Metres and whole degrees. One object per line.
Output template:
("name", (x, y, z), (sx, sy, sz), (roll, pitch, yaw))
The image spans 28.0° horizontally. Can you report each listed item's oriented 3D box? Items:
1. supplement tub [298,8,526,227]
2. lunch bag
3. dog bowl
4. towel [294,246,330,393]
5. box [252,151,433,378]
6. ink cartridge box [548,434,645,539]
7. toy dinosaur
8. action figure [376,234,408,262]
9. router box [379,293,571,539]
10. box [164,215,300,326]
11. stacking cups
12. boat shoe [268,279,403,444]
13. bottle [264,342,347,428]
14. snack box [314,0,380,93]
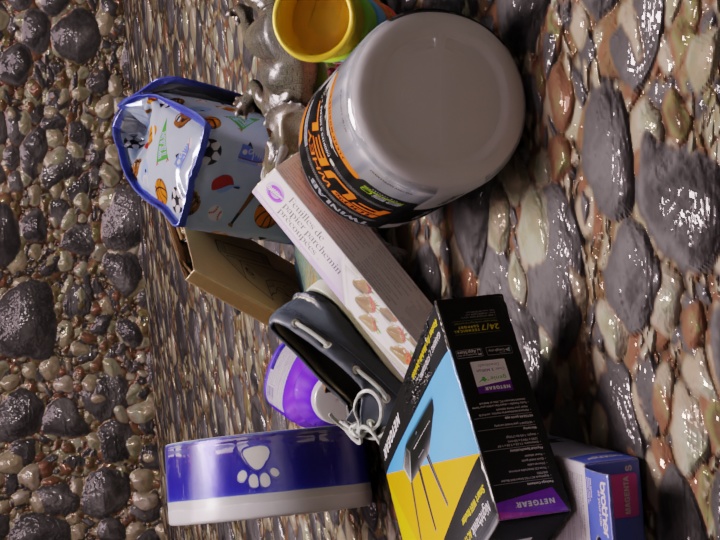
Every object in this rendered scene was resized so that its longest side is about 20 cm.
("supplement tub", (0.027, -0.097, 0.997), (0.200, 0.122, 0.123), (152, 111, -75))
("lunch bag", (-0.132, -0.111, 1.402), (0.200, 0.170, 0.124), (33, 108, 55))
("dog bowl", (-0.090, 0.199, 1.409), (0.200, 0.199, 0.079), (147, 118, -74))
("towel", (-0.032, 0.006, 1.267), (0.200, 0.022, 0.147), (100, 159, -62))
("box", (0.000, 0.000, 1.097), (0.200, 0.041, 0.039), (50, 137, 0))
("ink cartridge box", (0.130, 0.166, 0.878), (0.200, 0.042, 0.120), (176, 88, -78))
("toy dinosaur", (-0.064, -0.172, 1.178), (0.102, 0.077, 0.201), (14, 111, 58))
("action figure", (0.011, 0.012, 1.236), (0.200, 0.054, 0.118), (-115, 22, -49))
("router box", (0.067, 0.130, 0.932), (0.200, 0.051, 0.150), (106, 154, -55))
("box", (-0.097, 0.011, 1.407), (0.021, 0.200, 0.164), (-52, 28, 13))
("stacking cups", (-0.002, -0.177, 1.065), (0.200, 0.060, 0.061), (-13, -82, -72))
("boat shoe", (0.007, 0.098, 1.129), (0.200, 0.062, 0.075), (52, 154, 4))
("bottle", (-0.046, 0.116, 1.455), (0.200, 0.065, 0.084), (-171, 99, -75))
("snack box", (-0.028, -0.193, 1.273), (0.169, 0.067, 0.201), (113, 148, -62))
